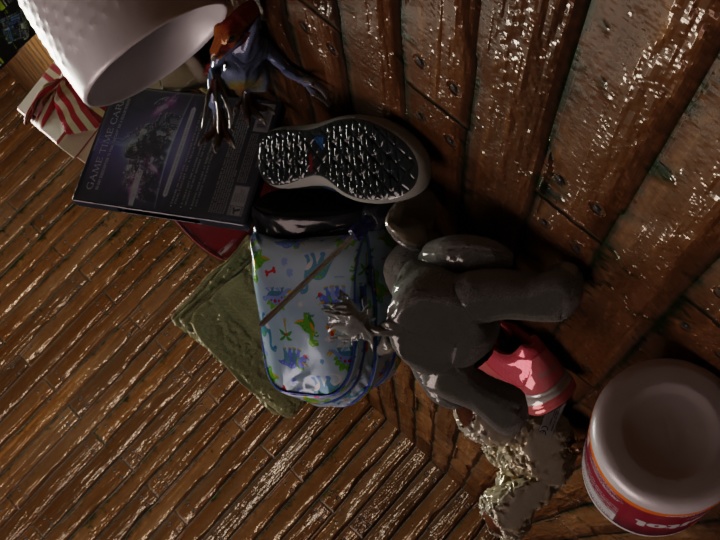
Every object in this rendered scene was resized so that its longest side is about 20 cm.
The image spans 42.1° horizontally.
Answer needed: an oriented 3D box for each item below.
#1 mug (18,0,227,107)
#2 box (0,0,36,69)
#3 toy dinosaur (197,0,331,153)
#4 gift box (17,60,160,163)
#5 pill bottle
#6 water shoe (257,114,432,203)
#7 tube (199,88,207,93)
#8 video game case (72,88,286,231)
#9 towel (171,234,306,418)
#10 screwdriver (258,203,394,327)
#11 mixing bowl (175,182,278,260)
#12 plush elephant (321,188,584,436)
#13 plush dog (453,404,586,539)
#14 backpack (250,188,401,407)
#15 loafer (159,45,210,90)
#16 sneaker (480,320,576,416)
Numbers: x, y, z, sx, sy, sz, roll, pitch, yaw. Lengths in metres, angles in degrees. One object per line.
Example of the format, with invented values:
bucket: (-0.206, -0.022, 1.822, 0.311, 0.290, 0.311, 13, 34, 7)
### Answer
mug: (-0.229, -0.246, 0.805, 0.176, 0.147, 0.200, 55, 154, -3)
box: (-0.348, -0.307, 0.924, 0.047, 0.193, 0.200, 42, 171, 8)
toy dinosaur: (-0.123, -0.190, 0.853, 0.200, 0.104, 0.182, 50, 155, 26)
gift box: (-0.335, -0.224, 1.282, 0.199, 0.185, 0.187, 27, 171, 45)
pill bottle: (0.237, 0.151, 0.753, 0.113, 0.113, 0.200, 39, 170, 22)
water shoe: (-0.004, -0.103, 0.825, 0.199, 0.072, 0.079, 12, -165, 42)
tube: (-0.219, -0.260, 1.047, 0.200, 0.051, 0.059, 53, -152, -56)
video game case: (-0.189, -0.121, 0.975, 0.198, 0.144, 0.019, 8, 159, 17)
towel: (-0.103, 0.067, 1.083, 0.200, 0.148, 0.037, 45, -173, -22)
screwdriver: (-0.016, -0.019, 0.806, 0.028, 0.200, 0.029, 50, 152, -9)
mixing bowl: (-0.156, -0.124, 1.072, 0.201, 0.108, 0.201, 53, -164, -22)
plush elephant: (0.074, 0.022, 0.803, 0.198, 0.155, 0.166, 11, 121, 3)
plush dog: (0.197, 0.198, 1.129, 0.172, 0.159, 0.202, -113, 6, -81)
backpack: (-0.029, 0.031, 0.914, 0.162, 0.154, 0.202, 3, 117, 25)
loafer: (-0.210, -0.242, 0.949, 0.200, 0.068, 0.076, 59, -171, -59)
sneaker: (0.147, 0.081, 0.994, 0.200, 0.074, 0.087, 17, 138, 60)
